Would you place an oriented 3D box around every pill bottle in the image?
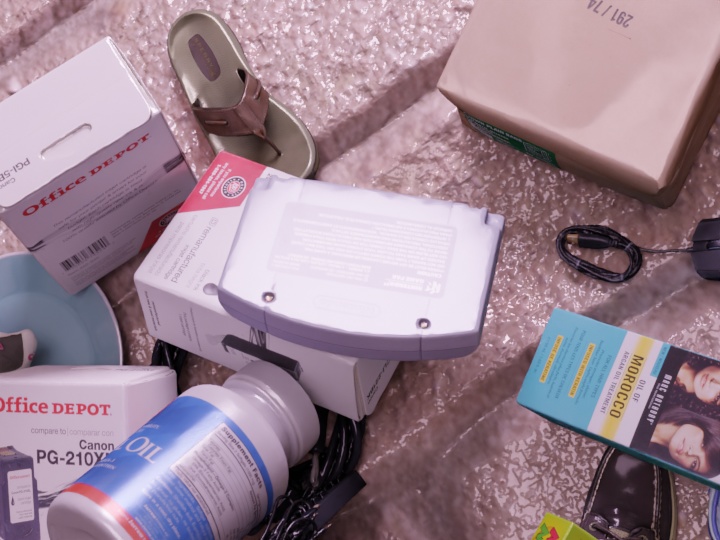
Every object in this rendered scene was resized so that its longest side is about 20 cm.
[{"bbox_3d":[-0.123,0.155,1.095,0.112,0.113,0.200,35,50,19],"label":"pill bottle"}]

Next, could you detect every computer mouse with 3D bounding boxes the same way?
[{"bbox_3d":[0.248,-0.020,1.154,0.197,0.034,0.059,-2,79,16],"label":"computer mouse"}]

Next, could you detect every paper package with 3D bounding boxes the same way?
[{"bbox_3d":[0.190,-0.171,1.166,0.198,0.103,0.192,26,86,18],"label":"paper package"}]

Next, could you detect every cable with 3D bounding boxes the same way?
[{"bbox_3d":[-0.089,0.101,1.216,0.163,0.051,0.201,-39,71,5],"label":"cable"}]

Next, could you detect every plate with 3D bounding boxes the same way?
[{"bbox_3d":[-0.291,0.085,1.290,0.197,0.026,0.203,-4,77,15],"label":"plate"}]

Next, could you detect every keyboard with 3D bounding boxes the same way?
[{"bbox_3d":[-0.072,0.196,1.087,0.040,0.200,0.104,55,139,-4],"label":"keyboard"}]

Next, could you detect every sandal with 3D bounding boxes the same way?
[{"bbox_3d":[-0.111,-0.141,1.267,0.080,0.057,0.202,-38,71,5],"label":"sandal"}]

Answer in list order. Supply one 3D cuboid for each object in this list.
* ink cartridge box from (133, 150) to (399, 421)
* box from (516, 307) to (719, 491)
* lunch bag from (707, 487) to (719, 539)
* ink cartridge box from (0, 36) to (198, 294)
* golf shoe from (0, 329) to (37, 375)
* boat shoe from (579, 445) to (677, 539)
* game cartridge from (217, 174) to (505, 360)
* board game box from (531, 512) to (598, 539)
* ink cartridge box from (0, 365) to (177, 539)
[{"bbox_3d":[-0.055,0.010,1.181,0.198,0.084,0.145,21,58,18],"label":"ink cartridge box"},{"bbox_3d":[0.210,0.094,1.085,0.199,0.049,0.083,18,83,49],"label":"box"},{"bbox_3d":[0.336,0.125,1.074,0.159,0.082,0.203,12,82,17],"label":"lunch bag"},{"bbox_3d":[-0.217,-0.079,1.197,0.146,0.200,0.083,-32,71,-6],"label":"ink cartridge box"},{"bbox_3d":[-0.366,0.054,1.277,0.199,0.077,0.088,30,68,17],"label":"golf shoe"},{"bbox_3d":[0.191,0.219,1.104,0.072,0.065,0.203,6,80,18],"label":"boat shoe"},{"bbox_3d":[0.000,0.000,1.111,0.197,0.041,0.134,10,52,10],"label":"game cartridge"},{"bbox_3d":[0.189,0.268,1.046,0.199,0.048,0.102,35,82,-14],"label":"board game box"},{"bbox_3d":[-0.221,0.180,1.187,0.143,0.084,0.203,-1,92,23],"label":"ink cartridge box"}]
